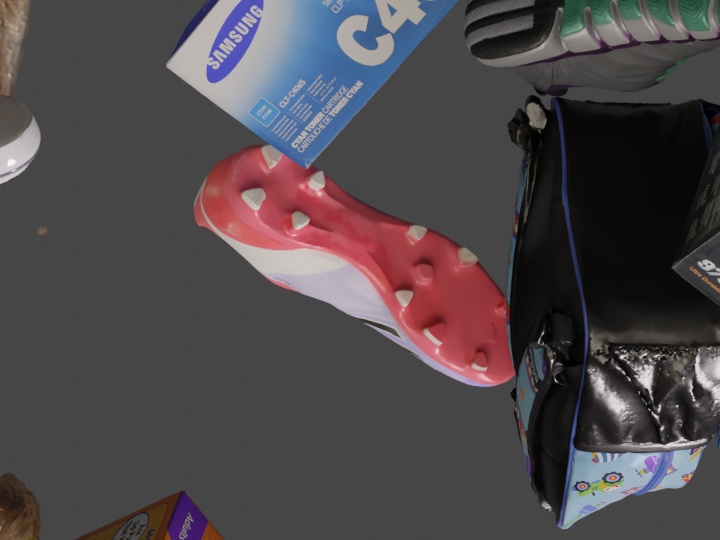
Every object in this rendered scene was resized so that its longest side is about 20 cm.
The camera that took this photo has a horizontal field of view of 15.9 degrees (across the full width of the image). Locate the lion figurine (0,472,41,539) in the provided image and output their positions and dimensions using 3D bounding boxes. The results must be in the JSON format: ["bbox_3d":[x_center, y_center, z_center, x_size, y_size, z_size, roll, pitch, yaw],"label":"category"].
[{"bbox_3d":[-0.277,0.098,1.517,0.122,0.073,0.200,-19,113,15],"label":"lion figurine"}]

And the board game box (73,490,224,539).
[{"bbox_3d":[-0.148,0.295,1.536,0.199,0.200,0.200,-26,114,26],"label":"board game box"}]

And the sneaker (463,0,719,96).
[{"bbox_3d":[0.154,-0.129,1.267,0.199,0.075,0.087,-6,156,32],"label":"sneaker"}]

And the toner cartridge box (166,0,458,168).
[{"bbox_3d":[-0.003,-0.150,1.309,0.095,0.043,0.200,36,123,-11],"label":"toner cartridge box"}]

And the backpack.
[{"bbox_3d":[0.142,0.032,1.321,0.134,0.183,0.200,-1,139,-2],"label":"backpack"}]

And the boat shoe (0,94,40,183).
[{"bbox_3d":[-0.255,-0.047,1.423,0.199,0.074,0.065,-7,126,28],"label":"boat shoe"}]

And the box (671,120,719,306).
[{"bbox_3d":[0.242,-0.028,1.240,0.159,0.200,0.046,38,135,-12],"label":"box"}]

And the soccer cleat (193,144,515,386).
[{"bbox_3d":[0.000,0.000,1.404,0.200,0.067,0.076,33,155,-16],"label":"soccer cleat"}]
